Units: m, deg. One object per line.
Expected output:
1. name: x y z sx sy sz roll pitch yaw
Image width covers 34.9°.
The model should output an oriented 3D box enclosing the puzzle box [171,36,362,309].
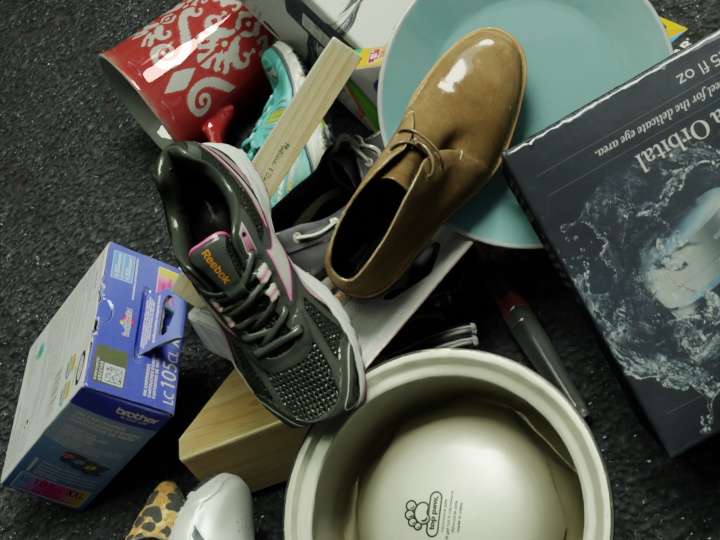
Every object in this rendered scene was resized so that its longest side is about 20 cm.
1. puzzle box: -0.067 -0.070 0.810 0.201 0.025 0.133 -57 8 4

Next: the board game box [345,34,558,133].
1. board game box: 0.074 -0.133 0.866 0.199 0.096 0.030 2 52 36

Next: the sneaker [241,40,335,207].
1. sneaker: -0.066 -0.121 0.979 0.079 0.078 0.201 -20 50 8

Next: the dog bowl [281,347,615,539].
1. dog bowl: 0.057 0.152 0.690 0.198 0.074 0.202 -7 69 18

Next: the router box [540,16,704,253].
1. router box: 0.163 -0.124 0.908 0.200 0.051 0.149 -44 44 -7

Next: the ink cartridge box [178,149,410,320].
1. ink cartridge box: -0.047 -0.032 0.979 0.198 0.047 0.161 2 53 12

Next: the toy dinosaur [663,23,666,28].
1. toy dinosaur: 0.117 -0.191 0.848 0.199 0.136 0.086 11 57 29

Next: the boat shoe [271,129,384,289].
1. boat shoe: 0.001 -0.064 0.808 0.072 0.063 0.200 19 56 42

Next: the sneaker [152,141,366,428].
1. sneaker: -0.073 0.008 0.691 0.080 0.086 0.201 -36 77 9

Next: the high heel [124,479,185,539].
1. high heel: -0.165 0.206 0.764 0.071 0.143 0.201 -15 47 20

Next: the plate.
1. plate: 0.111 -0.115 0.766 0.198 0.026 0.202 0 92 8

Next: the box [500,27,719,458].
1. box: 0.215 -0.028 0.682 0.196 0.117 0.201 -30 87 7

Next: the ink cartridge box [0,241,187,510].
1. ink cartridge box: -0.197 0.076 0.878 0.200 0.076 0.137 -46 33 41

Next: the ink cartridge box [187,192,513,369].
1. ink cartridge box: 0.000 0.000 0.823 0.175 0.045 0.200 18 56 42

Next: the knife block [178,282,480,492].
1. knife block: -0.009 0.095 0.815 0.175 0.064 0.200 17 60 42

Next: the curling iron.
1. curling iron: 0.108 0.040 0.826 0.050 0.025 0.200 -51 47 15

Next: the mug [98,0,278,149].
1. mug: -0.124 -0.198 1.122 0.200 0.178 0.133 -41 8 -12

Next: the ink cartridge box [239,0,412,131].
1. ink cartridge box: -0.017 -0.226 0.971 0.084 0.200 0.145 -47 6 -11

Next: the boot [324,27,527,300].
1. boot: 0.044 -0.070 0.726 0.073 0.075 0.201 33 89 9

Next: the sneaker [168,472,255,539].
1. sneaker: -0.060 0.224 0.732 0.129 0.080 0.200 -9 50 23
